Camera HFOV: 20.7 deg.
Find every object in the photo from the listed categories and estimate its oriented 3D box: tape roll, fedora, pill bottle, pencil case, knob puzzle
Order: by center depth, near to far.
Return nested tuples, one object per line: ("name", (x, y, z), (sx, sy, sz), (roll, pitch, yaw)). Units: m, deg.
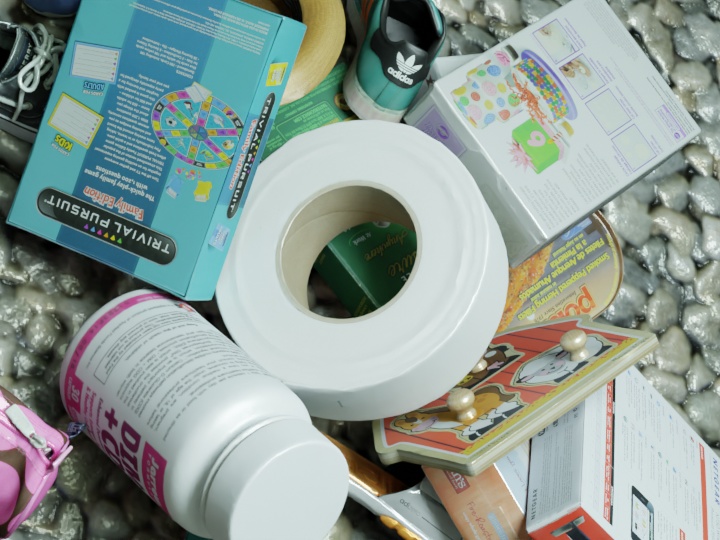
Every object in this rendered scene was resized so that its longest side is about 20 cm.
("pencil case", (-0.283, 0.084, 1.283), (0.199, 0.094, 0.091), (35, 58, -11))
("pill bottle", (-0.103, 0.104, 1.299), (0.113, 0.114, 0.200), (-20, 38, -32))
("tape roll", (0.000, 0.000, 1.376), (0.201, 0.071, 0.204), (-6, 68, 14))
("knob puzzle", (0.087, 0.075, 1.405), (0.219, 0.219, 0.031), (-36, 110, -33))
("fedora", (-0.106, -0.171, 1.467), (0.199, 0.082, 0.202), (3, 50, -4))

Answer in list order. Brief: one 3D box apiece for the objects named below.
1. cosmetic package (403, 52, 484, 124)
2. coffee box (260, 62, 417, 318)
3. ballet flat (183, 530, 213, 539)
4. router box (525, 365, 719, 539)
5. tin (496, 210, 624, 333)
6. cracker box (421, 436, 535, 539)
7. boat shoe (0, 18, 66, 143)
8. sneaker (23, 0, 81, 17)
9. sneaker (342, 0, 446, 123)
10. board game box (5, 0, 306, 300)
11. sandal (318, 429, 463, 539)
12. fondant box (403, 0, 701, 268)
("cosmetic package", (0.139, -0.121, 1.601), (0.199, 0.071, 0.102), (-8, 74, -31))
("coffee box", (-0.001, -0.052, 1.494), (0.123, 0.044, 0.200), (-32, 74, -33))
("ballet flat", (-0.086, 0.171, 1.376), (0.071, 0.069, 0.202), (29, 62, -36))
("router box", (0.196, 0.162, 1.431), (0.180, 0.049, 0.201), (45, 31, -24))
("tin", (0.126, 0.014, 1.562), (0.199, 0.042, 0.112), (-33, 84, -33))
("cracker box", (0.136, 0.163, 1.447), (0.135, 0.057, 0.200), (60, 27, 4))
("boat shoe", (-0.243, -0.145, 1.409), (0.198, 0.068, 0.074), (23, 62, -19))
("sneaker", (-0.240, -0.296, 1.442), (0.080, 0.115, 0.200), (-31, 87, -34))
("sneaker", (0.035, -0.197, 1.542), (0.071, 0.080, 0.201), (26, 38, -19))
("board game box", (-0.141, -0.100, 1.358), (0.150, 0.047, 0.202), (22, 96, 19))
("sandal", (0.032, 0.149, 1.426), (0.206, 0.079, 0.059), (32, 103, -12))
("fondant box", (0.150, -0.113, 1.522), (0.199, 0.058, 0.145), (-33, 84, -37))
